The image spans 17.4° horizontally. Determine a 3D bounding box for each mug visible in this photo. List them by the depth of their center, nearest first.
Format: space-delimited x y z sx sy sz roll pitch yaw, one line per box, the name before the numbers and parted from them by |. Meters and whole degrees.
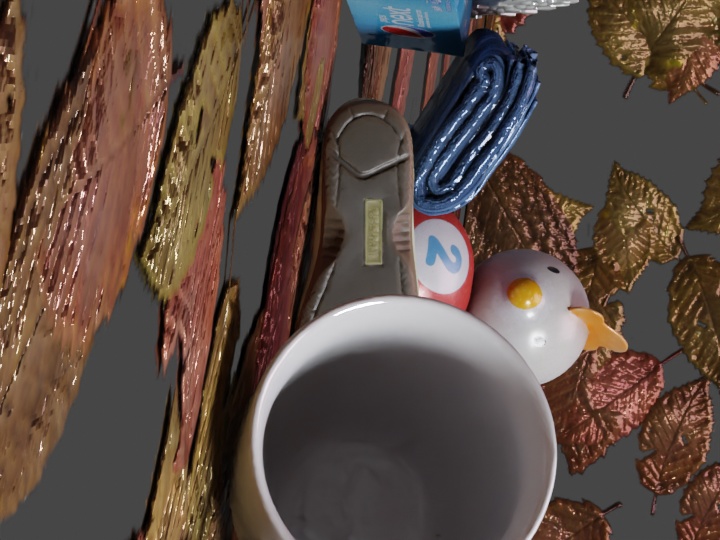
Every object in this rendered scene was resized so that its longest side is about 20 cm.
mug | -0.010 0.125 1.155 0.200 0.148 0.175 -47 174 -20

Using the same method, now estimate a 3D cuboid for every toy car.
toy car | 0.086 0.022 1.604 0.177 0.199 0.185 85 14 -69

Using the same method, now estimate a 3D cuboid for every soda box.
soda box | 0.030 -0.177 1.374 0.200 0.068 0.064 56 42 -83

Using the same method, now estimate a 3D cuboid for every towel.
towel | 0.069 -0.092 1.455 0.112 0.048 0.200 -57 -175 10

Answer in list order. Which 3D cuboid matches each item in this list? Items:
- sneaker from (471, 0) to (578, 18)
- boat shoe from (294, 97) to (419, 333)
sneaker | 0.077 -0.205 1.528 0.200 0.076 0.081 9 -83 59
boat shoe | 0.000 0.000 1.380 0.076 0.071 0.201 -140 -122 -82
